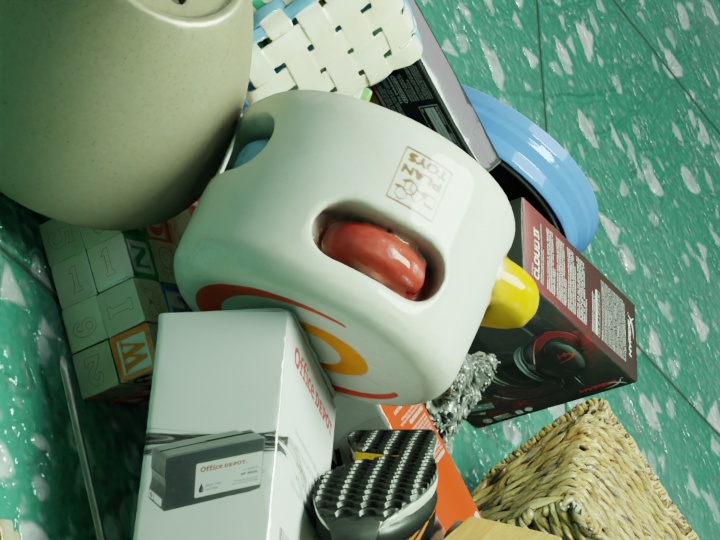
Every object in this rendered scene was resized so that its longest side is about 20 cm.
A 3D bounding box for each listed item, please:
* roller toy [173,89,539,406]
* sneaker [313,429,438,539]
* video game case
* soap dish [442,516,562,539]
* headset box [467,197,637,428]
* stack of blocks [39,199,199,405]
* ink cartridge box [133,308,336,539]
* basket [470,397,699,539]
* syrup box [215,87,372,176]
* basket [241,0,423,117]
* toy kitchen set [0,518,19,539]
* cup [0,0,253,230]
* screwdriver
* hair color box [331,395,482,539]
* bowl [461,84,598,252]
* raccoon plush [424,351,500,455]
[{"bbox_3d":[-0.005,-0.017,1.441,0.140,0.199,0.183,-65,150,-19],"label":"roller toy"},{"bbox_3d":[0.016,0.156,1.446,0.200,0.070,0.090,-57,145,-77],"label":"sneaker"},{"bbox_3d":[0.000,-0.153,1.784,0.025,0.181,0.200,-39,108,-28],"label":"video game case"},{"bbox_3d":[0.034,0.252,1.458,0.081,0.200,0.157,37,42,16],"label":"soap dish"},{"bbox_3d":[0.100,0.031,1.839,0.200,0.148,0.075,41,40,-45],"label":"headset box"},{"bbox_3d":[-0.142,-0.019,1.509,0.115,0.058,0.201,12,59,-60],"label":"stack of blocks"},{"bbox_3d":[-0.072,0.141,1.392,0.145,0.084,0.201,69,23,-62],"label":"ink cartridge box"},{"bbox_3d":[0.162,0.227,1.805,0.200,0.142,0.149,54,27,-17],"label":"basket"},{"bbox_3d":[-0.058,-0.062,1.655,0.081,0.079,0.200,23,35,-4],"label":"syrup box"},{"bbox_3d":[-0.058,-0.193,1.615,0.200,0.176,0.139,48,-10,48],"label":"basket"},{"bbox_3d":[-0.160,0.152,1.185,0.163,0.180,0.201,17,58,-60],"label":"toy kitchen set"},{"bbox_3d":[-0.141,-0.145,1.427,0.200,0.143,0.201,17,52,-23],"label":"cup"},{"bbox_3d":[-0.155,0.146,1.392,0.028,0.029,0.201,13,54,-60],"label":"screwdriver"},{"bbox_3d":[0.008,0.154,1.599,0.200,0.111,0.064,62,26,-10],"label":"hair color box"},{"bbox_3d":[0.089,-0.067,1.868,0.201,0.200,0.039,50,61,-32],"label":"bowl"},{"bbox_3d":[0.056,0.141,1.676,0.200,0.134,0.097,60,25,-13],"label":"raccoon plush"}]
